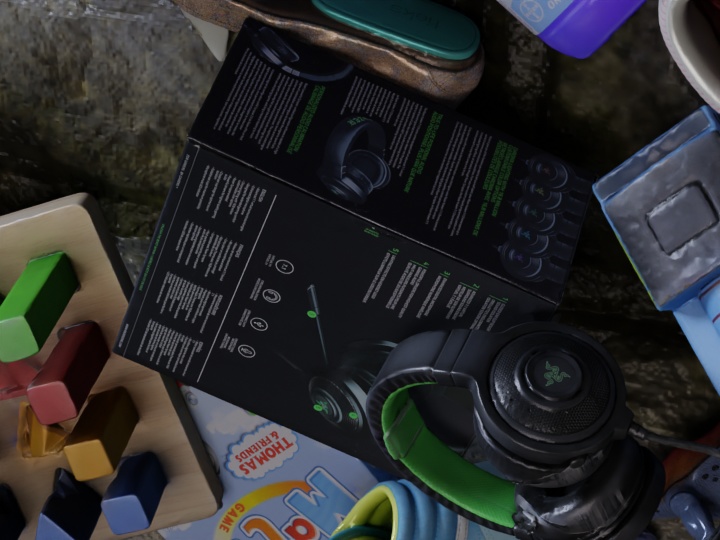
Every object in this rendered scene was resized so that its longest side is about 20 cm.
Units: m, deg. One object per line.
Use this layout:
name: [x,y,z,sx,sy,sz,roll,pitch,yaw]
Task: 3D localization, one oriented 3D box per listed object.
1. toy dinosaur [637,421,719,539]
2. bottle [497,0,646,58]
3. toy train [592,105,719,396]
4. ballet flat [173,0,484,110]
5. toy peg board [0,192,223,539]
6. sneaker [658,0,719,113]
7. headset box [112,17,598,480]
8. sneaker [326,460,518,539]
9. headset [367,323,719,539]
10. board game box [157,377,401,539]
toy dinosaur: [0.195,0.102,1.009,0.181,0.105,0.201,2,86,32]
bottle: [0.052,-0.187,0.876,0.200,0.065,0.084,42,123,-6]
toy train: [0.191,0.018,0.885,0.087,0.114,0.201,-36,72,30]
ballet flat: [-0.038,-0.123,0.953,0.199,0.068,0.067,28,134,6]
toy peg board: [-0.208,0.089,1.058,0.199,0.098,0.200,-15,112,15]
sneaker: [0.205,-0.078,0.807,0.200,0.105,0.075,32,125,-5]
headset box: [0.000,0.000,0.957,0.199,0.093,0.174,23,139,-2]
sneaker: [0.032,0.195,1.060,0.130,0.079,0.201,-2,107,-24]
headset: [0.089,0.090,0.866,0.199,0.094,0.124,4,139,33]
board game box: [-0.073,0.100,1.116,0.151,0.037,0.200,-34,103,33]
